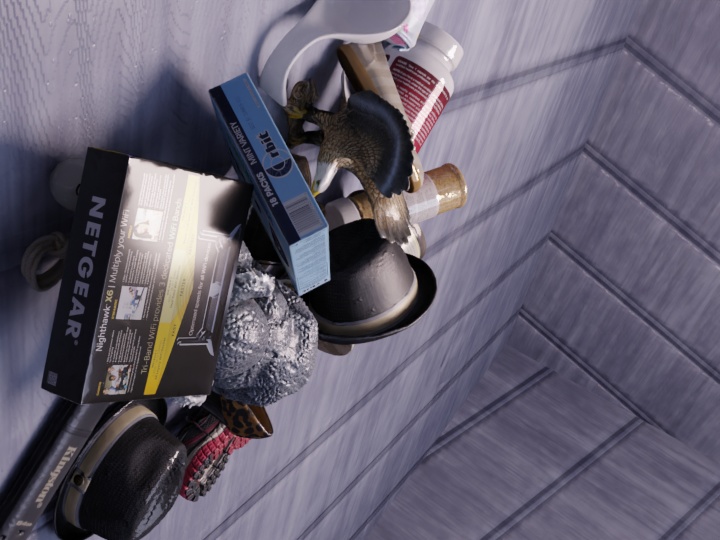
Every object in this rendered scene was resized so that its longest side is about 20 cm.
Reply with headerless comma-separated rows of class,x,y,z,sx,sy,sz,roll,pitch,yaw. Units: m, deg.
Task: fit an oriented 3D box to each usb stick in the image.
usb stick,-0.324,0.201,0.955,0.201,0.033,0.055,-59,163,-6

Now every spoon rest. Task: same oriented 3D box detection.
spoon rest,-0.027,-0.263,0.998,0.200,0.099,0.061,-44,160,-19

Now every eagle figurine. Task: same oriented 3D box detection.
eagle figurine,-0.005,-0.135,1.058,0.152,0.199,0.152,-22,137,-63

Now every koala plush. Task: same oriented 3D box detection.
koala plush,-0.137,0.063,0.960,0.178,0.183,0.200,-57,173,-4

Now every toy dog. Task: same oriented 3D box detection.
toy dog,-0.201,-0.031,0.834,0.133,0.096,0.200,-70,162,8

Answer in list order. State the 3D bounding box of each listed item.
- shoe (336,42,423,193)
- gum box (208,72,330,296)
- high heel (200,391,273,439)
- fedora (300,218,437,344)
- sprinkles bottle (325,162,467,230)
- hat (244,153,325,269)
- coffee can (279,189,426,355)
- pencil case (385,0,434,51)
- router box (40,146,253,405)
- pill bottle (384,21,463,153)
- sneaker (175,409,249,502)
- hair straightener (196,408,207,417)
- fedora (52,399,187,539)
shoe,0.037,-0.193,1.117,0.053,0.201,0.070,-26,-175,-15
gum box,-0.086,-0.078,0.919,0.044,0.170,0.200,-26,167,-8
high heel,-0.147,0.111,1.132,0.071,0.142,0.201,-34,148,-55
fedora,0.000,0.000,1.108,0.201,0.200,0.092,-44,137,-43
sprinkles bottle,0.051,-0.091,1.265,0.199,0.068,0.068,-20,145,-21
hat,-0.094,-0.050,1.137,0.201,0.081,0.201,-51,160,-26
coffee can,-0.016,0.002,1.326,0.200,0.146,0.147,-51,160,-28
pencil case,0.072,-0.371,1.107,0.091,0.083,0.201,29,91,-50
router box,-0.176,0.008,0.777,0.157,0.052,0.201,8,95,-59
pill bottle,0.055,-0.229,1.228,0.201,0.113,0.113,-59,162,-4
sneaker,-0.196,0.210,1.219,0.200,0.074,0.081,-48,150,-39
hair straightener,-0.166,0.180,1.309,0.041,0.077,0.200,-28,-156,54
fedora,-0.269,0.251,1.084,0.201,0.091,0.201,-52,161,-26
